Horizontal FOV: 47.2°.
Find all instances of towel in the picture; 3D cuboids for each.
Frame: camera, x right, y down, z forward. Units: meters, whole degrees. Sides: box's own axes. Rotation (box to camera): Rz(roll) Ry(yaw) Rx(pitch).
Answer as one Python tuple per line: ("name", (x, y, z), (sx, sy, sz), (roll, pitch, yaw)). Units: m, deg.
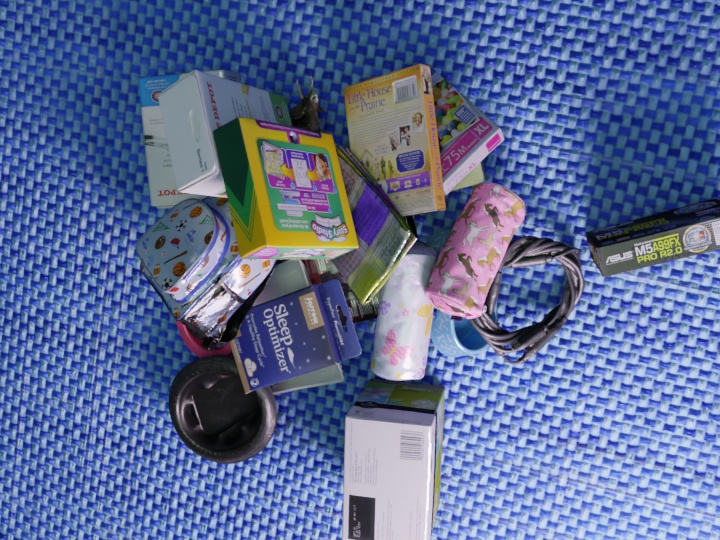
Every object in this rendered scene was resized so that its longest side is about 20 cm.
("towel", (-0.013, -0.068, 1.200), (0.201, 0.023, 0.144), (53, 122, 27))

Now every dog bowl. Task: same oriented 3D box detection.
("dog bowl", (0.157, 0.034, 1.253), (0.110, 0.049, 0.204), (-10, 98, -31))

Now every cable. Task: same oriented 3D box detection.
("cable", (0.251, 0.030, 1.241), (0.200, 0.051, 0.164), (-43, 101, -4))

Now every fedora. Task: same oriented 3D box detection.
("fedora", (-0.215, 0.218, 1.361), (0.197, 0.091, 0.205), (5, 104, 19))

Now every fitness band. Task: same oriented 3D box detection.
("fitness band", (-0.250, 0.048, 1.352), (0.141, 0.037, 0.204), (-5, 97, 29))

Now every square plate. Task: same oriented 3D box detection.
("square plate", (-0.118, 0.092, 1.319), (0.196, 0.028, 0.203), (-17, 95, 45))

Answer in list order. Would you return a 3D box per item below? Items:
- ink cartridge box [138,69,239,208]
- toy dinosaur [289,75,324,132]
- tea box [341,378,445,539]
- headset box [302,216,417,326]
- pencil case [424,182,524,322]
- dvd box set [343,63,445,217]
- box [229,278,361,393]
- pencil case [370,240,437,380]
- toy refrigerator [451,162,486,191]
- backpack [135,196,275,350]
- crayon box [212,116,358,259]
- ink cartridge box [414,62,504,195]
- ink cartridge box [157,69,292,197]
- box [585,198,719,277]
("ink cartridge box", (-0.261, -0.207, 1.306), (0.143, 0.084, 0.204), (-2, 99, 10))
("toy dinosaur", (-0.109, -0.197, 1.296), (0.199, 0.076, 0.103), (-41, 70, 27))
("tea box", (0.055, 0.295, 1.271), (0.131, 0.197, 0.204), (4, 101, 10))
("headset box", (0.000, 0.000, 1.295), (0.196, 0.077, 0.152), (-14, 97, 13))
("pencil case", (0.167, -0.029, 1.179), (0.086, 0.082, 0.202), (37, 71, -33))
("dvd box set", (0.046, -0.177, 1.178), (0.145, 0.029, 0.204), (-8, 89, 40))
("box", (-0.105, 0.098, 1.238), (0.197, 0.032, 0.123), (-20, 87, 20))
("pencil case", (0.061, 0.059, 1.214), (0.089, 0.083, 0.204), (9, 101, 27))
("toy refrigerator", (0.090, -0.138, 1.257), (0.196, 0.076, 0.071), (-14, 97, 12))
("backpack", (-0.226, -0.022, 1.227), (0.190, 0.155, 0.200), (-41, 54, -6))
("crayon box", (-0.098, -0.106, 1.125), (0.058, 0.199, 0.176), (-19, 80, 35))
("ink cartridge box", (0.100, -0.218, 1.207), (0.119, 0.042, 0.200), (-43, 61, 0))
("ink cartridge box", (-0.180, -0.185, 1.177), (0.083, 0.199, 0.148), (-20, 79, 31))
("box", (0.427, -0.048, 1.165), (0.196, 0.160, 0.045), (-15, 98, 13))
